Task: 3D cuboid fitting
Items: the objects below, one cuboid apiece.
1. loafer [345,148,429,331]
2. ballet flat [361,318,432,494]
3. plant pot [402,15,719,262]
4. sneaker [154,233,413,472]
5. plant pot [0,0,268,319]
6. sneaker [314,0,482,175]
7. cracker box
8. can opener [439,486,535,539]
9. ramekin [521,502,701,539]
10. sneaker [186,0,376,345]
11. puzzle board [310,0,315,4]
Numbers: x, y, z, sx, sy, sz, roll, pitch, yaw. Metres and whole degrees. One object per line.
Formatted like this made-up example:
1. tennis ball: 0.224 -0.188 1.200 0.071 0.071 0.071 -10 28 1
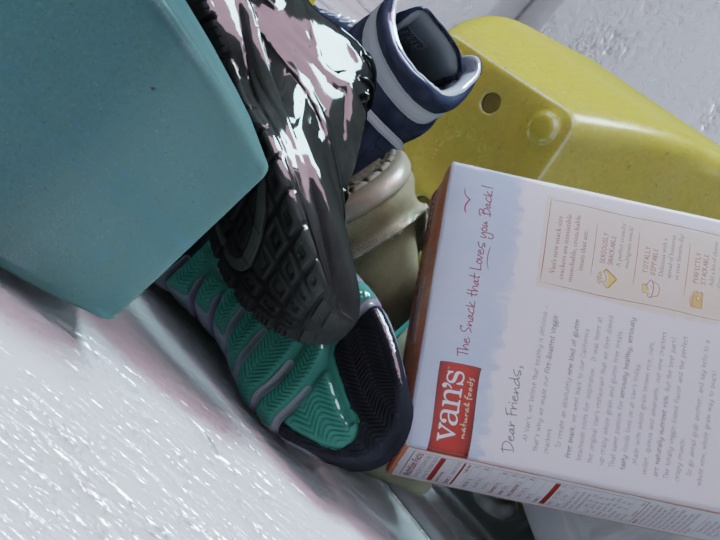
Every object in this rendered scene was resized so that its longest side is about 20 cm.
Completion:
1. loafer: 0.000 0.000 1.430 0.068 0.075 0.200 55 -14 6
2. ballet flat: 0.052 0.033 1.407 0.069 0.069 0.200 41 47 -5
3. plant pot: 0.098 -0.038 1.781 0.194 0.196 0.200 37 5 34
4. sneaker: -0.028 0.025 1.340 0.200 0.074 0.088 48 4 37
5. plant pot: -0.137 -0.089 1.176 0.200 0.141 0.141 45 6 -17
6. sneaker: 0.000 -0.110 1.526 0.070 0.108 0.200 41 19 -24
7. cracker box: 0.120 0.041 1.330 0.199 0.135 0.058 13 -19 -6
8. can opener: 0.039 0.079 1.513 0.200 0.053 0.067 47 -23 35
9. ramekin: 0.162 0.106 1.446 0.200 0.105 0.201 51 23 -31
10. sneaker: -0.027 -0.063 1.292 0.090 0.076 0.201 -4 65 -31
11. puzzle board: -0.063 -0.143 1.562 0.017 0.151 0.200 27 -8 -23
